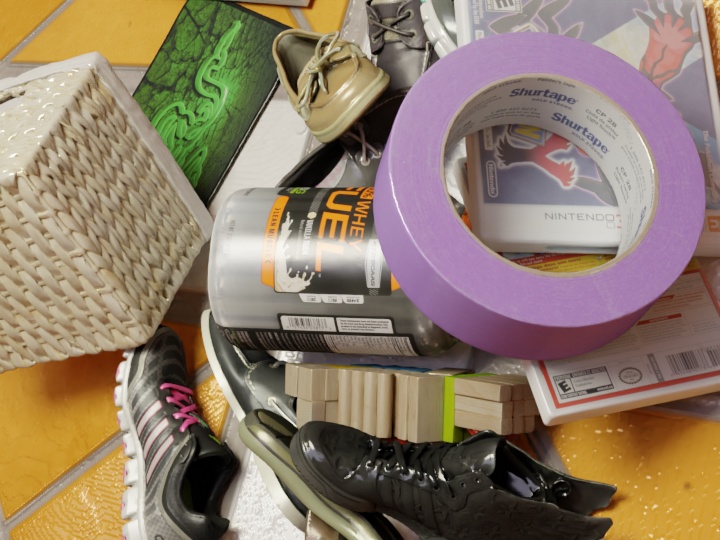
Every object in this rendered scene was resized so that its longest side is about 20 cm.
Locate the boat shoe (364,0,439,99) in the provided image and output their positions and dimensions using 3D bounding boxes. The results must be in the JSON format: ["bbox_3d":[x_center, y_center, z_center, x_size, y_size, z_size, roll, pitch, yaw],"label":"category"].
[{"bbox_3d":[0.034,-0.206,1.075,0.072,0.065,0.200,2,74,31],"label":"boat shoe"}]

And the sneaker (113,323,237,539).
[{"bbox_3d":[-0.142,0.135,1.058,0.087,0.074,0.200,-15,66,25],"label":"sneaker"}]

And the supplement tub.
[{"bbox_3d":[0.000,0.000,0.967,0.200,0.123,0.123,0,71,16],"label":"supplement tub"}]

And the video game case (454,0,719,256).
[{"bbox_3d":[0.160,-0.106,0.912,0.182,0.023,0.200,1,67,-9],"label":"video game case"}]

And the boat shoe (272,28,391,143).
[{"bbox_3d":[-0.032,-0.150,1.041,0.073,0.063,0.200,-45,19,-2],"label":"boat shoe"}]

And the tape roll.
[{"bbox_3d":[0.111,-0.048,0.835,0.200,0.066,0.201,3,68,-7],"label":"tape roll"}]

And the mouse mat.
[{"bbox_3d":[-0.152,-0.154,1.216,0.161,0.008,0.200,29,90,37],"label":"mouse mat"}]

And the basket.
[{"bbox_3d":[-0.263,-0.039,1.098,0.198,0.200,0.161,-12,38,28],"label":"basket"}]

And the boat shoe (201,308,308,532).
[{"bbox_3d":[-0.061,0.101,1.020,0.068,0.072,0.200,-37,60,10],"label":"boat shoe"}]

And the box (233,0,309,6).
[{"bbox_3d":[-0.127,-0.322,1.205,0.200,0.097,0.125,13,77,37],"label":"box"}]

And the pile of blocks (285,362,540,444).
[{"bbox_3d":[0.039,0.102,0.949,0.200,0.082,0.062,3,92,26],"label":"pile of blocks"}]

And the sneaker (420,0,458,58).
[{"bbox_3d":[0.116,-0.158,0.999,0.091,0.078,0.200,-34,66,21],"label":"sneaker"}]

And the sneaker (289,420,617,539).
[{"bbox_3d":[0.060,0.136,0.880,0.104,0.200,0.060,-52,10,37],"label":"sneaker"}]

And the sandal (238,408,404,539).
[{"bbox_3d":[-0.019,0.182,0.923,0.057,0.080,0.201,-45,79,4],"label":"sandal"}]

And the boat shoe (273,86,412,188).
[{"bbox_3d":[-0.018,-0.069,1.041,0.200,0.057,0.067,-44,66,26],"label":"boat shoe"}]

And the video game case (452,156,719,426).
[{"bbox_3d":[0.158,-0.001,0.888,0.143,0.017,0.200,-10,61,-14],"label":"video game case"}]
